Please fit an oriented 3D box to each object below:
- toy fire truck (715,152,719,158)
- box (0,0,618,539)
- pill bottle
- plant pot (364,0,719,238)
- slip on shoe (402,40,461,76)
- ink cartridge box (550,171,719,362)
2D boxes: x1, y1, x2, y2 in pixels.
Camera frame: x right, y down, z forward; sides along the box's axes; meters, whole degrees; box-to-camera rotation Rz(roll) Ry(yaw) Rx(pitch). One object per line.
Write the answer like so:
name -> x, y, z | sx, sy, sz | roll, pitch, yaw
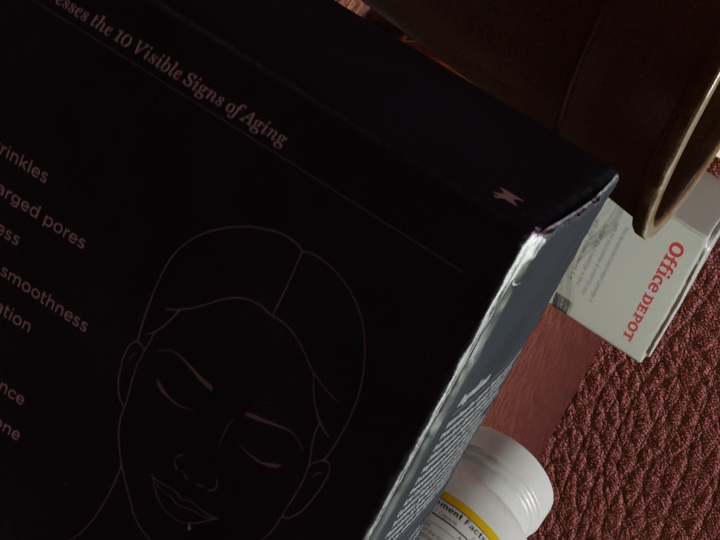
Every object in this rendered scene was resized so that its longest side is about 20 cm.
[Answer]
toy fire truck -> 0.166, -0.093, 1.059 | 0.129, 0.199, 0.177 | -40, 158, -48
box -> -0.049, 0.008, 0.532 | 0.198, 0.199, 0.124 | -63, 167, 22
pill bottle -> 0.028, 0.181, 0.854 | 0.200, 0.104, 0.105 | -46, 162, -34
plant pot -> 0.089, -0.150, 0.642 | 0.201, 0.197, 0.201 | -53, 165, -21
slip on shoe -> 0.039, -0.085, 0.814 | 0.198, 0.061, 0.075 | -14, 117, -32
ink cartridge box -> 0.191, -0.044, 1.250 | 0.083, 0.199, 0.146 | -43, 160, -44
